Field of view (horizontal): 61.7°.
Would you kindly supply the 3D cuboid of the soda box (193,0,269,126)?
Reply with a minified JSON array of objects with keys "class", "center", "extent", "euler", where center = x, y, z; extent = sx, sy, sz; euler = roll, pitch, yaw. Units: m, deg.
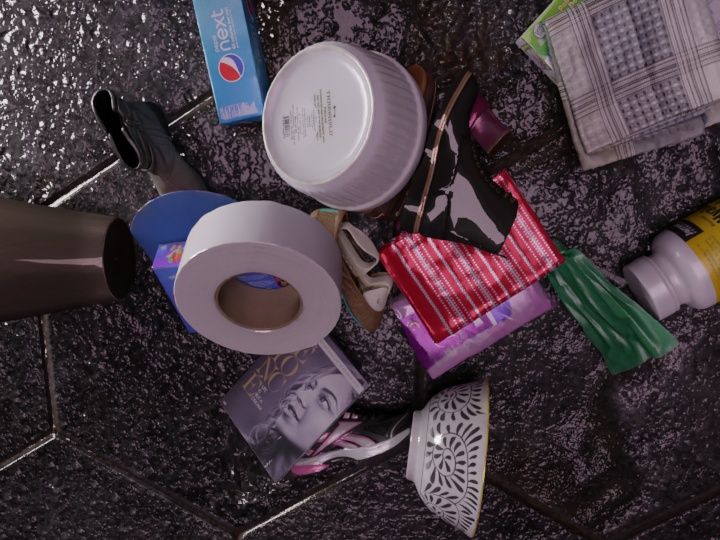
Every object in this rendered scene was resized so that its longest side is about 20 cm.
[{"class":"soda box","center":[-0.166,-0.294,0.781],"extent":[0.063,0.068,0.203],"euler":[-9,100,6]}]

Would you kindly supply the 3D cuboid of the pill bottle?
[{"class":"pill bottle","center":[0.447,-0.021,0.769],"extent":[0.198,0.111,0.112],"euler":[-32,97,8]}]

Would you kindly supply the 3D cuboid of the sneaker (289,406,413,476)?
[{"class":"sneaker","center":[-0.021,0.226,0.868],"extent":[0.197,0.080,0.088],"euler":[-18,89,1]}]

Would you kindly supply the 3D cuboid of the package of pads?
[{"class":"package of pads","center":[0.148,0.044,0.820],"extent":[0.198,0.076,0.121],"euler":[-32,93,9]}]

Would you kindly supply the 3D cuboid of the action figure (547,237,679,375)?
[{"class":"action figure","center":[0.315,0.036,0.807],"extent":[0.201,0.054,0.118],"euler":[51,141,8]}]

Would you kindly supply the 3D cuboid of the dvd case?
[{"class":"dvd case","center":[-0.098,0.176,0.861],"extent":[0.200,0.016,0.149],"euler":[-47,68,10]}]

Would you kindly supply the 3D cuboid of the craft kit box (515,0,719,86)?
[{"class":"craft kit box","center":[0.335,-0.297,0.760],"extent":[0.197,0.049,0.200],"euler":[43,100,-7]}]

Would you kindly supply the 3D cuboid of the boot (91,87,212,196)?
[{"class":"boot","center":[-0.271,-0.135,0.786],"extent":[0.067,0.131,0.202],"euler":[-29,98,9]}]

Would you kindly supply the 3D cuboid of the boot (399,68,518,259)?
[{"class":"boot","center":[0.142,-0.125,0.729],"extent":[0.136,0.077,0.203],"euler":[19,98,7]}]

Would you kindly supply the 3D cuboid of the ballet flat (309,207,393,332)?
[{"class":"ballet flat","center":[0.000,0.000,0.799],"extent":[0.071,0.068,0.202],"euler":[-13,119,30]}]

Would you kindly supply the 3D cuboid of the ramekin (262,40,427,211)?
[{"class":"ramekin","center":[-0.027,-0.177,0.736],"extent":[0.197,0.105,0.204],"euler":[0,91,29]}]

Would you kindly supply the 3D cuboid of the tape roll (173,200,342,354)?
[{"class":"tape roll","center":[-0.119,0.015,0.731],"extent":[0.199,0.071,0.204],"euler":[0,135,0]}]

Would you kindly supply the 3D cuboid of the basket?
[{"class":"basket","center":[-0.425,-0.013,0.823],"extent":[0.196,0.136,0.184],"euler":[0,96,0]}]

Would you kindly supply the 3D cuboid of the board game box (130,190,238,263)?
[{"class":"board game box","center":[-0.210,-0.040,0.821],"extent":[0.155,0.039,0.201],"euler":[-11,134,11]}]

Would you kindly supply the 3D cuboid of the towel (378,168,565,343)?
[{"class":"towel","center":[0.138,-0.018,0.764],"extent":[0.198,0.022,0.146],"euler":[-33,85,3]}]

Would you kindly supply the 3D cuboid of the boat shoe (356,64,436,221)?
[{"class":"boat shoe","center":[0.053,-0.163,0.798],"extent":[0.070,0.070,0.202],"euler":[12,108,-37]}]

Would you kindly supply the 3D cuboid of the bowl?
[{"class":"bowl","center":[0.111,0.237,0.798],"extent":[0.093,0.201,0.204],"euler":[6,101,6]}]

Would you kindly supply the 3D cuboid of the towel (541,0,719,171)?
[{"class":"towel","center":[0.338,-0.243,0.732],"extent":[0.190,0.035,0.203],"euler":[-19,99,7]}]

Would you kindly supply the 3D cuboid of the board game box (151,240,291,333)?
[{"class":"board game box","center":[-0.158,0.016,0.815],"extent":[0.197,0.045,0.136],"euler":[-7,136,5]}]

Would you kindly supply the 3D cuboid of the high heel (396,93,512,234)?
[{"class":"high heel","center":[0.102,-0.144,0.807],"extent":[0.200,0.067,0.096],"euler":[-45,71,12]}]
